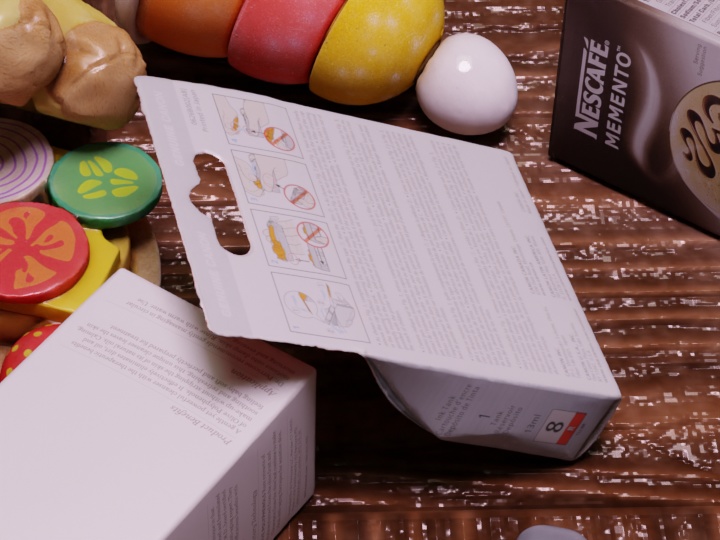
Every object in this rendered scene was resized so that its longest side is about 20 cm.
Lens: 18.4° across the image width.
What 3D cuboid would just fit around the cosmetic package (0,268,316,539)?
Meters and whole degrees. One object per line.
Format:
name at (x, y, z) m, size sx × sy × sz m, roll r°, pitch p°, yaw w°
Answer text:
cosmetic package at (-0.114, 0.103, 0.879) m, size 0.107 × 0.085 × 0.200 m, roll 27°, pitch 51°, yaw 22°

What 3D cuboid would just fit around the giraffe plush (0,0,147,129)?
giraffe plush at (-0.182, -0.166, 1.044) m, size 0.172 × 0.164 × 0.199 m, roll 13°, pitch 2°, yaw -40°

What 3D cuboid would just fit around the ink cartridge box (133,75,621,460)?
ink cartridge box at (0.000, 0.000, 0.957) m, size 0.198 × 0.050 × 0.163 m, roll 8°, pitch 40°, yaw -28°

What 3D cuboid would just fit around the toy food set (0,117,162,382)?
toy food set at (-0.188, -0.003, 1.006) m, size 0.198 × 0.049 × 0.199 m, roll 11°, pitch 46°, yaw 10°

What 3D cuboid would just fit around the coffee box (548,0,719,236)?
coffee box at (0.194, -0.075, 1.044) m, size 0.199 × 0.114 × 0.080 m, roll 27°, pitch 50°, yaw 24°

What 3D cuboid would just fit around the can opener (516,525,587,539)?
can opener at (0.043, 0.181, 0.829) m, size 0.066 × 0.054 × 0.201 m, roll 9°, pitch 45°, yaw 6°

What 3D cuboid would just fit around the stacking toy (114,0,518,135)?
stacking toy at (-0.010, -0.128, 1.107) m, size 0.199 × 0.146 × 0.146 m, roll 36°, pitch 52°, yaw 6°
